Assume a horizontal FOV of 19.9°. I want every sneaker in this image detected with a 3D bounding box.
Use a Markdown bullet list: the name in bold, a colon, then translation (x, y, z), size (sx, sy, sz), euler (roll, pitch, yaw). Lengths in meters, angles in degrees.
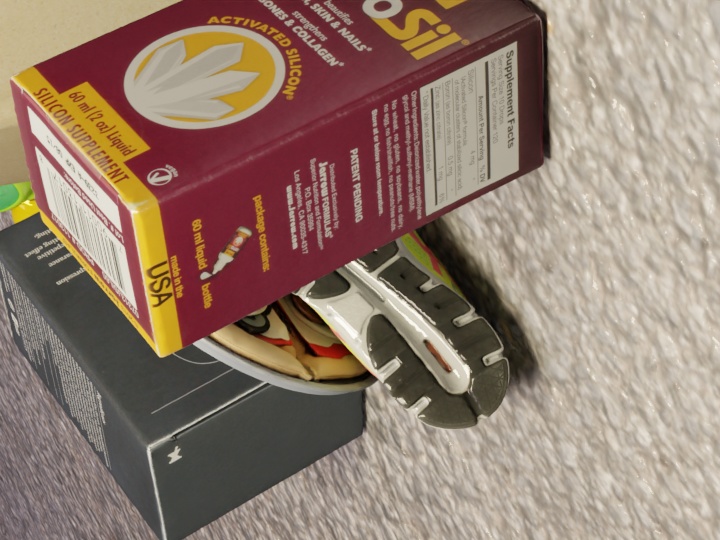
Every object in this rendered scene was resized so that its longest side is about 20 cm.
- **sneaker**: translation (0.000, 0.000, 1.047), size (0.200, 0.078, 0.090), euler (56, -179, 8)

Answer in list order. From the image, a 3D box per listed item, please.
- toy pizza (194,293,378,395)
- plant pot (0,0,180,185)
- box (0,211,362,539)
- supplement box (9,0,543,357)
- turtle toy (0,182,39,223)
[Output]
- **toy pizza**: translation (-0.064, -0.010, 1.086), size (0.200, 0.200, 0.032), euler (49, 115, 30)
- **plant pot**: translation (-0.167, -0.153, 1.117), size (0.200, 0.177, 0.200), euler (61, 158, 3)
- **box**: translation (-0.112, 0.040, 1.264), size (0.200, 0.148, 0.107), euler (48, 155, 34)
- **supplement box**: translation (-0.032, -0.064, 0.875), size (0.110, 0.199, 0.086), euler (44, 152, 38)
- **turtle toy**: translation (-0.279, -0.110, 1.408), size (0.200, 0.101, 0.146), euler (42, 142, 47)
